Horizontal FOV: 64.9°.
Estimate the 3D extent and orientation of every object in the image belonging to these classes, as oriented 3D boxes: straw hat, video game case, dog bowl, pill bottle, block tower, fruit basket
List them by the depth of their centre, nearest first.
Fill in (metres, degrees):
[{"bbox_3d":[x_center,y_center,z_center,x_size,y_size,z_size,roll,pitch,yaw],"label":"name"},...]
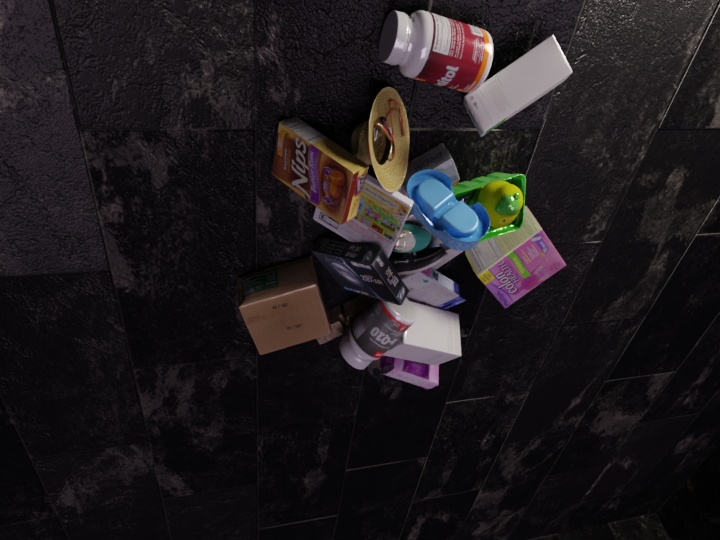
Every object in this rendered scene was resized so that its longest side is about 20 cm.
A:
[{"bbox_3d":[0.137,-0.405,1.043,0.193,0.115,0.115,6,130,-22],"label":"pill bottle"},{"bbox_3d":[0.026,-0.257,1.132,0.082,0.206,0.203,2,142,28],"label":"straw hat"},{"bbox_3d":[0.176,-0.122,1.172,0.110,0.200,0.050,-36,159,-26],"label":"dog bowl"},{"bbox_3d":[0.000,-0.128,1.211,0.196,0.023,0.184,31,140,6],"label":"video game case"},{"bbox_3d":[0.290,-0.134,1.255,0.207,0.217,0.160,-12,121,-7],"label":"fruit basket"},{"bbox_3d":[0.040,0.150,1.433,0.112,0.116,0.201,23,121,-33],"label":"pill bottle"},{"bbox_3d":[-0.042,0.126,1.502,0.194,0.055,0.059,-24,133,4],"label":"block tower"}]

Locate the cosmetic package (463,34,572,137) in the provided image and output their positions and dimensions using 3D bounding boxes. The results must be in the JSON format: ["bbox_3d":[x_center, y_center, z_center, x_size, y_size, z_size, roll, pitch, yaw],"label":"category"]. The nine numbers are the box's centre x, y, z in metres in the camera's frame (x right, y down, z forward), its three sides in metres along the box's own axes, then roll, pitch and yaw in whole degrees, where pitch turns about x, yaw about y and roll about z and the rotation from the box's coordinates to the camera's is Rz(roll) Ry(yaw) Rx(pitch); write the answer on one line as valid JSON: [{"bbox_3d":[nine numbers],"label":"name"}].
[{"bbox_3d":[0.306,-0.362,1.127,0.196,0.108,0.087,-31,91,14],"label":"cosmetic package"}]

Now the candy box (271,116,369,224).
[{"bbox_3d":[-0.083,-0.196,1.108,0.056,0.198,0.119,-31,149,-43],"label":"candy box"}]

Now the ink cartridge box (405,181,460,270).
[{"bbox_3d":[0.198,-0.113,1.373,0.174,0.046,0.200,-35,132,15],"label":"ink cartridge box"}]

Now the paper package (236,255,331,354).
[{"bbox_3d":[-0.184,0.086,1.387,0.193,0.105,0.195,-16,133,-2],"label":"paper package"}]

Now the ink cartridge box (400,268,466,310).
[{"bbox_3d":[0.175,0.047,1.489,0.197,0.043,0.118,30,140,-33],"label":"ink cartridge box"}]

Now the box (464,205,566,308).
[{"bbox_3d":[0.404,-0.031,1.477,0.198,0.098,0.175,-36,132,16],"label":"box"}]

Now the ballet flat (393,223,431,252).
[{"bbox_3d":[0.065,-0.073,1.297,0.192,0.071,0.070,9,110,7],"label":"ballet flat"}]

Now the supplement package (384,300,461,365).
[{"bbox_3d":[0.162,0.172,1.540,0.194,0.124,0.120,15,153,-29],"label":"supplement package"}]

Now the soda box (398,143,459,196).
[{"bbox_3d":[0.116,-0.195,1.256,0.195,0.069,0.064,-28,133,9],"label":"soda box"}]

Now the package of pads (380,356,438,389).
[{"bbox_3d":[0.145,0.258,1.630,0.196,0.125,0.075,24,148,-35],"label":"package of pads"}]

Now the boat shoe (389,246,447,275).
[{"bbox_3d":[0.118,-0.029,1.366,0.196,0.073,0.062,-17,101,40],"label":"boat shoe"}]

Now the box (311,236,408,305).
[{"bbox_3d":[0.000,0.000,1.319,0.044,0.196,0.161,-57,136,-20],"label":"box"}]
